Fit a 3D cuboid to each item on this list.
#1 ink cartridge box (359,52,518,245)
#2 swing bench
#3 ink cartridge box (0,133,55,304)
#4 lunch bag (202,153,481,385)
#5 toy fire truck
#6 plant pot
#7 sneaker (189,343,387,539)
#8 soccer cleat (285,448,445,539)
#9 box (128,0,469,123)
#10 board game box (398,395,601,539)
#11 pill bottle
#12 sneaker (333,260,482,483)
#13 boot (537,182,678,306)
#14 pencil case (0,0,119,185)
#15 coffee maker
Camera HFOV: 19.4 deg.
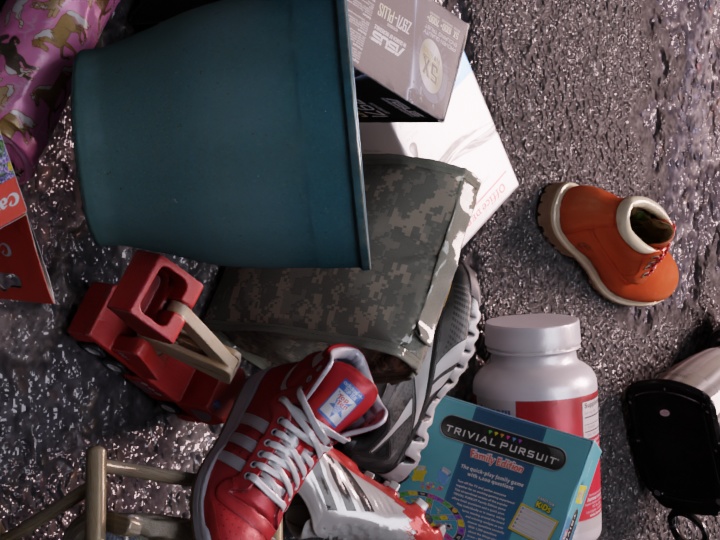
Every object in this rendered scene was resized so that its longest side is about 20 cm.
[{"bbox_3d":[0.063,-0.090,1.798,0.116,0.067,0.200,-47,125,-35],"label":"ink cartridge box"},{"bbox_3d":[-0.141,0.250,1.502,0.199,0.130,0.200,15,50,-48],"label":"swing bench"},{"bbox_3d":[-0.281,-0.061,1.398,0.050,0.109,0.200,-34,117,-41],"label":"ink cartridge box"},{"bbox_3d":[0.000,0.000,1.640,0.118,0.200,0.164,36,66,-42],"label":"lunch bag"},{"bbox_3d":[-0.135,0.054,1.539,0.200,0.141,0.049,43,65,-40],"label":"toy fire truck"},{"bbox_3d":[-0.094,-0.091,1.425,0.200,0.188,0.200,-5,90,-89],"label":"plant pot"},{"bbox_3d":[-0.048,0.130,1.500,0.071,0.112,0.200,47,38,-27],"label":"sneaker"},{"bbox_3d":[-0.014,0.195,1.723,0.200,0.069,0.085,40,76,-22],"label":"soccer cleat"},{"bbox_3d":[-0.045,-0.187,1.604,0.200,0.164,0.086,28,72,-45],"label":"box"},{"bbox_3d":[0.101,0.221,1.791,0.047,0.151,0.200,50,58,-67],"label":"board game box"},{"bbox_3d":[0.157,0.143,1.885,0.112,0.112,0.200,-10,100,-46],"label":"pill bottle"},{"bbox_3d":[0.034,0.081,1.759,0.090,0.066,0.200,17,101,-38],"label":"sneaker"},{"bbox_3d":[0.263,-0.018,1.993,0.200,0.107,0.075,34,67,-45],"label":"boot"},{"bbox_3d":[-0.223,-0.161,1.469,0.200,0.086,0.083,-67,152,-20],"label":"pencil case"},{"bbox_3d":[0.369,0.149,2.122,0.200,0.135,0.192,-32,139,-40],"label":"coffee maker"}]
